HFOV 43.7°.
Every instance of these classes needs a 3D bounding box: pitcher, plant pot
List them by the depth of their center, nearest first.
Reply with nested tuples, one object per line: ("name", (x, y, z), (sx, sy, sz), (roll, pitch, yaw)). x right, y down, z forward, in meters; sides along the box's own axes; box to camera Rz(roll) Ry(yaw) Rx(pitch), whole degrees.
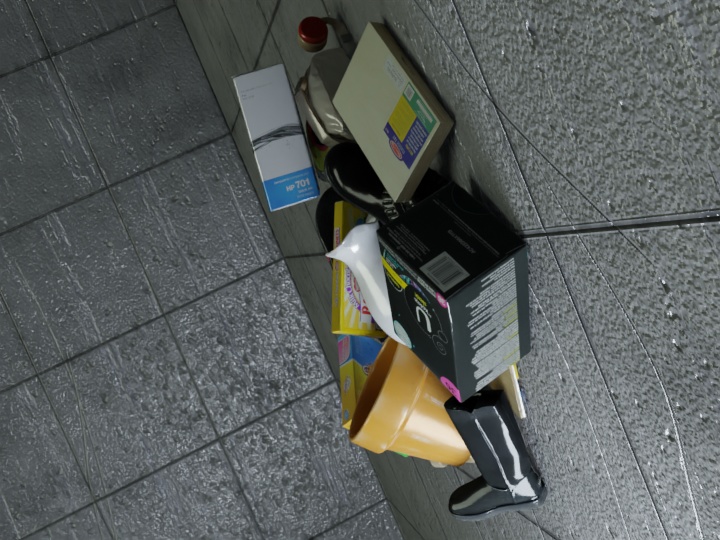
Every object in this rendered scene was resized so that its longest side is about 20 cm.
("pitcher", (0.060, 0.004, 1.361), (0.201, 0.172, 0.121), (48, 127, -3))
("plant pot", (0.102, 0.216, 1.436), (0.180, 0.204, 0.200), (25, 170, -5))

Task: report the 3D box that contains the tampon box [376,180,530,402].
("tampon box", (0.118, 0.028, 1.117), (0.150, 0.125, 0.202), (45, 158, 39))

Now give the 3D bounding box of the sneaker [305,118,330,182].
("sneaker", (-0.055, -0.251, 1.457), (0.091, 0.076, 0.204), (65, -165, -61))

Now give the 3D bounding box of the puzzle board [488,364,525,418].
("puzzle board", (0.182, 0.107, 1.328), (0.200, 0.017, 0.153), (-133, 23, -59))

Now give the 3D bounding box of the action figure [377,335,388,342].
("action figure", (0.016, 0.035, 1.732), (0.101, 0.118, 0.203), (2, 124, 59))

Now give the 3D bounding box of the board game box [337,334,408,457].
("board game box", (0.031, 0.217, 1.617), (0.152, 0.040, 0.202), (30, -145, -30))

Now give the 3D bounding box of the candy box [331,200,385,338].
("candy box", (0.000, 0.000, 1.405), (0.026, 0.101, 0.205), (-9, 76, 48))

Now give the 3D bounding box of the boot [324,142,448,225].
("boot", (0.045, -0.114, 1.240), (0.210, 0.080, 0.158), (37, 172, -3))

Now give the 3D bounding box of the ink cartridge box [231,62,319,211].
("ink cartridge box", (-0.127, -0.204, 1.377), (0.147, 0.084, 0.204), (-107, 3, -81))

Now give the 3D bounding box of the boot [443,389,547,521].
("boot", (0.171, 0.275, 1.340), (0.202, 0.162, 0.066), (60, -155, -26))

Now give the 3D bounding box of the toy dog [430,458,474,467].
("toy dog", (0.154, 0.262, 1.609), (0.097, 0.129, 0.203), (-63, -28, -46))

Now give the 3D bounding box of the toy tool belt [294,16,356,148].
("toy tool belt", (-0.048, -0.270, 1.368), (0.203, 0.123, 0.123), (63, 161, 18))

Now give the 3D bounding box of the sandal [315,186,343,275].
("sandal", (-0.028, -0.037, 1.451), (0.045, 0.073, 0.205), (175, 83, -84))

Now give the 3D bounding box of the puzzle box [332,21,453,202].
("puzzle box", (0.037, -0.205, 1.164), (0.202, 0.025, 0.134), (60, 137, 31))
